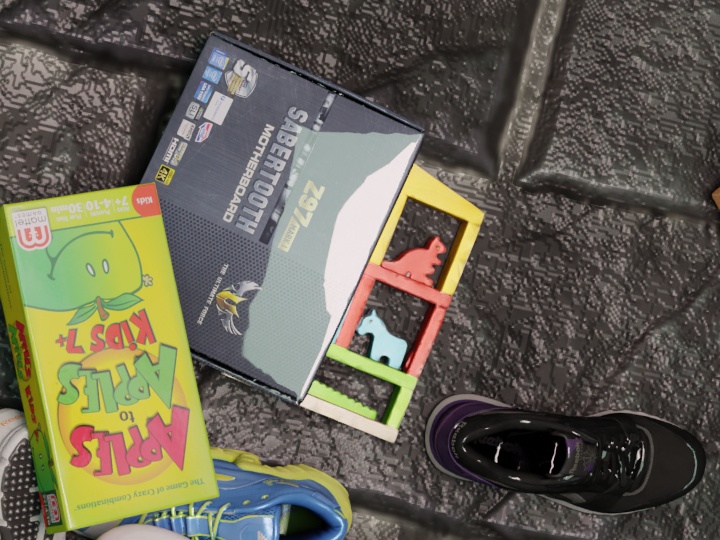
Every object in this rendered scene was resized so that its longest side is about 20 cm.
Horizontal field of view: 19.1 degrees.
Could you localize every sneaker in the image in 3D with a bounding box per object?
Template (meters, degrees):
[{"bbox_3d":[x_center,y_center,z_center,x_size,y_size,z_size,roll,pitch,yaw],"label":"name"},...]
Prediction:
[{"bbox_3d":[-0.098,0.152,1.388,0.199,0.105,0.076,2,92,-13],"label":"sneaker"},{"bbox_3d":[-0.229,0.181,1.386,0.073,0.080,0.201,-1,109,-40],"label":"sneaker"},{"bbox_3d":[0.148,0.131,1.450,0.199,0.088,0.076,6,91,-13],"label":"sneaker"}]

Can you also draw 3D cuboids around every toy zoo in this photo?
[{"bbox_3d":[0.000,0.000,1.446,0.131,0.020,0.201,23,87,-12],"label":"toy zoo"}]

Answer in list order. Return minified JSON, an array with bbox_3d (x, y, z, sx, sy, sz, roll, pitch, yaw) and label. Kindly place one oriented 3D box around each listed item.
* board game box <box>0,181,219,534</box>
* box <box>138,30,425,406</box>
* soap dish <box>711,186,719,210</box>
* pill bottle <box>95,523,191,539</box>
[{"bbox_3d":[-0.160,0.053,1.325,0.101,0.048,0.201,-10,85,-27],"label":"board game box"},{"bbox_3d":[-0.067,-0.033,1.398,0.157,0.051,0.201,26,88,1],"label":"box"},{"bbox_3d":[0.369,-0.044,1.496,0.200,0.081,0.158,-35,99,-8],"label":"soap dish"},{"bbox_3d":[-0.161,0.268,1.344,0.115,0.116,0.200,27,114,-12],"label":"pill bottle"}]
